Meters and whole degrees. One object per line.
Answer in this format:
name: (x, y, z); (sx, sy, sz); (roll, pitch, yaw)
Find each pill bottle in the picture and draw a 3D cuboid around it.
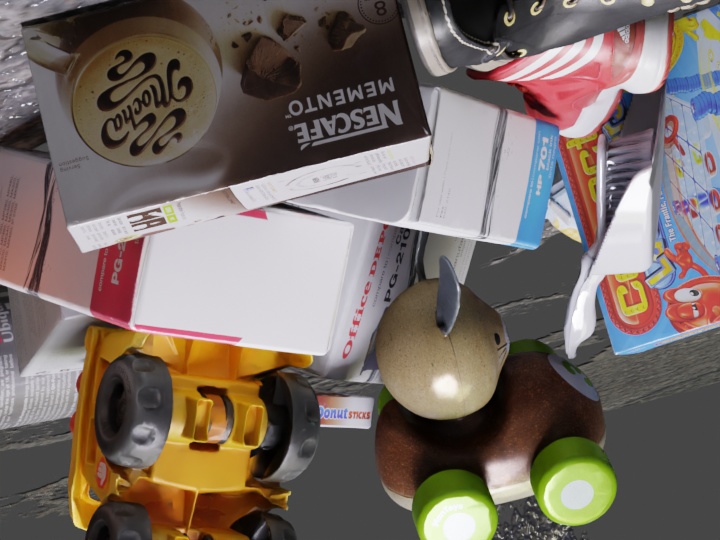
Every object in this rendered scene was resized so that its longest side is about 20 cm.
pill bottle: (-0.282, 0.068, 1.991); (0.199, 0.112, 0.111); (-9, 169, -29)

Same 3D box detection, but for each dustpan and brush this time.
dustpan and brush: (0.161, -0.024, 1.660); (0.057, 0.201, 0.140); (5, -145, 8)

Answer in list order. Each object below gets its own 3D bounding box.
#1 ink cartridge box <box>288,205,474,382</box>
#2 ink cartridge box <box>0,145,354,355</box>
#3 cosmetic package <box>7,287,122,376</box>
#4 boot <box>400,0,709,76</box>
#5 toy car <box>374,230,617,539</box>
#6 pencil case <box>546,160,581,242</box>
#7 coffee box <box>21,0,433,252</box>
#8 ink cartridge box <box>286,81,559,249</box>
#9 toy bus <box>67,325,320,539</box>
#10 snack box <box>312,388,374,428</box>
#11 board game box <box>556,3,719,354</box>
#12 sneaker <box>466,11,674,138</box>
ink cartridge box: (0.000, 0.000, 1.826); (0.084, 0.146, 0.200); (18, -176, 24)
ink cartridge box: (-0.123, -0.014, 1.554); (0.144, 0.085, 0.199); (9, -176, -37)
cosmetic package: (-0.192, 0.002, 1.768); (0.071, 0.102, 0.200); (-6, 169, -17)
boot: (0.106, -0.156, 1.393); (0.150, 0.074, 0.200); (-16, 174, 17)
toy car: (0.074, 0.055, 1.706); (0.157, 0.201, 0.165); (-15, -151, -3)
pencil case: (0.198, -0.078, 1.949); (0.090, 0.084, 0.200); (3, 167, -10)
coffee box: (-0.069, -0.092, 1.387); (0.198, 0.114, 0.080); (-13, 170, -1)
ink cartridge box: (0.016, -0.070, 1.562); (0.146, 0.087, 0.200); (12, 180, 24)
toy bus: (-0.133, 0.129, 1.679); (0.135, 0.202, 0.192); (8, 179, -32)
snack box: (-0.092, 0.084, 1.773); (0.199, 0.025, 0.072); (7, 179, 35)
board game box: (0.234, -0.067, 1.699); (0.195, 0.201, 0.056); (-19, 174, 26)
sneaker: (0.109, -0.136, 1.598); (0.115, 0.079, 0.200); (7, 166, -14)
